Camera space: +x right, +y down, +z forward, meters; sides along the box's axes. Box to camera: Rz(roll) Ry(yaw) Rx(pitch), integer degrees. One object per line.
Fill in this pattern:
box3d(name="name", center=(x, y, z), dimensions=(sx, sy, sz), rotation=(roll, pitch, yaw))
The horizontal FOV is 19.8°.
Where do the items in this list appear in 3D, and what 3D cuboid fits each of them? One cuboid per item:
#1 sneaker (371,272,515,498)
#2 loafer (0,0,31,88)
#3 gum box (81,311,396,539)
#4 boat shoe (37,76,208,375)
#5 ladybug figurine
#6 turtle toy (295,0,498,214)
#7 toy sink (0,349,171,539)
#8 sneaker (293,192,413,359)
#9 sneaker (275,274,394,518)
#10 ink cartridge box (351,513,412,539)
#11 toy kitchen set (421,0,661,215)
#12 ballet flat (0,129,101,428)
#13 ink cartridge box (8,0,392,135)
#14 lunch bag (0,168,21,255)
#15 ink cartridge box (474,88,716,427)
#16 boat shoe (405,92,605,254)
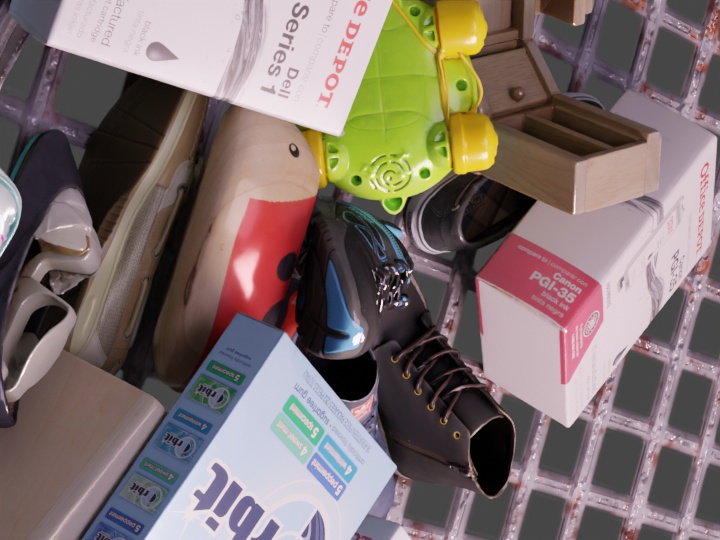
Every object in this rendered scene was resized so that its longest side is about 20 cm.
box3d(name="sneaker", center=(0.048, 0.062, 1.433), dimensions=(0.075, 0.106, 0.201), rotation=(-34, 117, -29))
box3d(name="loafer", center=(-0.187, -0.180, 1.233), dimensions=(0.070, 0.068, 0.202), rotation=(31, 74, -29))
box3d(name="gum box", center=(-0.078, 0.153, 1.234), dimensions=(0.201, 0.044, 0.170), rotation=(-57, 141, -16))
box3d(name="boat shoe", center=(-0.141, -0.032, 1.292), dimensions=(0.063, 0.073, 0.202), rotation=(26, 84, -42))
box3d(name="ladybug figurine", center=(-0.078, -0.010, 1.297), dimensions=(0.071, 0.136, 0.201), rotation=(17, 113, -6))
box3d(name="turtle toy", center=(0.014, -0.138, 1.371), dimensions=(0.144, 0.101, 0.202), rotation=(-5, 89, 2))
box3d(name="toy sink", center=(-0.158, 0.165, 1.270), dimensions=(0.131, 0.112, 0.200), rotation=(-52, 139, -19))
box3d(name="sneaker", center=(0.000, 0.000, 1.312), dimensions=(0.081, 0.200, 0.074), rotation=(13, 111, -11))
box3d(name="sneaker", center=(-0.013, 0.098, 1.404), dimensions=(0.075, 0.084, 0.201), rotation=(-39, 119, -27))
box3d(name="ink cartridge box", center=(-0.035, 0.272, 1.374), dimensions=(0.200, 0.145, 0.145), rotation=(-51, 123, -22))
box3d(name="toy kitchen set", center=(0.149, -0.174, 1.411), dimensions=(0.162, 0.180, 0.202), rotation=(-16, 118, -34))
box3d(name="ballet flat", center=(-0.194, 0.008, 1.231), dimensions=(0.073, 0.073, 0.201), rotation=(40, 58, -35))
box3d(name="ink cartridge box", center=(-0.081, -0.178, 1.189), dimensions=(0.199, 0.084, 0.147), rotation=(15, 103, -31))
box3d(name="lunch bag", center=(-0.296, -0.037, 1.150), dimensions=(0.200, 0.077, 0.161), rotation=(34, 86, -38))
box3d(name="ink cartridge box", center=(0.174, -0.010, 1.502), dimensions=(0.200, 0.082, 0.147), rotation=(-49, 154, -22))
box3d(name="boat shoe", center=(0.120, -0.067, 1.502), dimensions=(0.199, 0.056, 0.069), rotation=(-35, 117, -29))
